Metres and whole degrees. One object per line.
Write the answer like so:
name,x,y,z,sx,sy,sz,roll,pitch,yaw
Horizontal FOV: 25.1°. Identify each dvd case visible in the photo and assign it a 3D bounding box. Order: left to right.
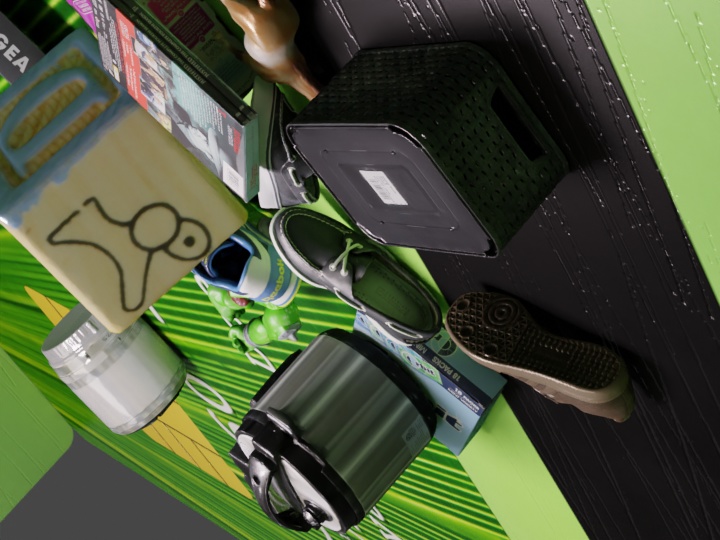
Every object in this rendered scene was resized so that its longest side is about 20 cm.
dvd case,-0.164,-0.161,1.441,0.200,0.022,0.146,44,161,16

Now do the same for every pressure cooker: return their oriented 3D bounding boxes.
pressure cooker,-0.038,0.184,1.743,0.176,0.200,0.178,46,163,-12

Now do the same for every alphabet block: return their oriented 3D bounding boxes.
alphabet block,-0.269,-0.094,1.665,0.200,0.195,0.196,51,178,-40

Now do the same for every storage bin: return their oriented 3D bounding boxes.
storage bin,0.048,-0.094,1.264,0.135,0.094,0.200,50,159,-24

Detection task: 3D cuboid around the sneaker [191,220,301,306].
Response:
sneaker,-0.153,-0.027,1.718,0.199,0.074,0.082,27,-167,35

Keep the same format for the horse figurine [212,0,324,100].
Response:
horse figurine,-0.086,-0.209,1.351,0.132,0.050,0.200,41,165,23

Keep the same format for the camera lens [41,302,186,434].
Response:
camera lens,-0.388,0.148,2.576,0.200,0.160,0.160,48,161,-18

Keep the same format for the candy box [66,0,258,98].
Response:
candy box,-0.194,-0.232,1.501,0.200,0.061,0.136,49,160,-20

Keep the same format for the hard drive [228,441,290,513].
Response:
hard drive,-0.063,0.184,1.936,0.038,0.200,0.140,27,156,32

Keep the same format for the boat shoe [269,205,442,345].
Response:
boat shoe,0.000,0.000,1.611,0.199,0.076,0.060,33,164,-11

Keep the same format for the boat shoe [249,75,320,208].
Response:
boat shoe,-0.066,-0.114,1.496,0.067,0.072,0.200,2,153,3

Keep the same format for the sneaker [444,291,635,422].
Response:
sneaker,0.160,0.086,1.470,0.199,0.071,0.076,27,158,39

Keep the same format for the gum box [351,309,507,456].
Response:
gum box,0.066,0.108,1.750,0.170,0.045,0.200,39,162,10

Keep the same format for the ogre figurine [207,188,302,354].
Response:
ogre figurine,-0.119,0.006,1.803,0.119,0.098,0.202,14,103,45

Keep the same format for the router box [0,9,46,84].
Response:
router box,-0.394,-0.247,1.825,0.200,0.052,0.157,44,178,-6
